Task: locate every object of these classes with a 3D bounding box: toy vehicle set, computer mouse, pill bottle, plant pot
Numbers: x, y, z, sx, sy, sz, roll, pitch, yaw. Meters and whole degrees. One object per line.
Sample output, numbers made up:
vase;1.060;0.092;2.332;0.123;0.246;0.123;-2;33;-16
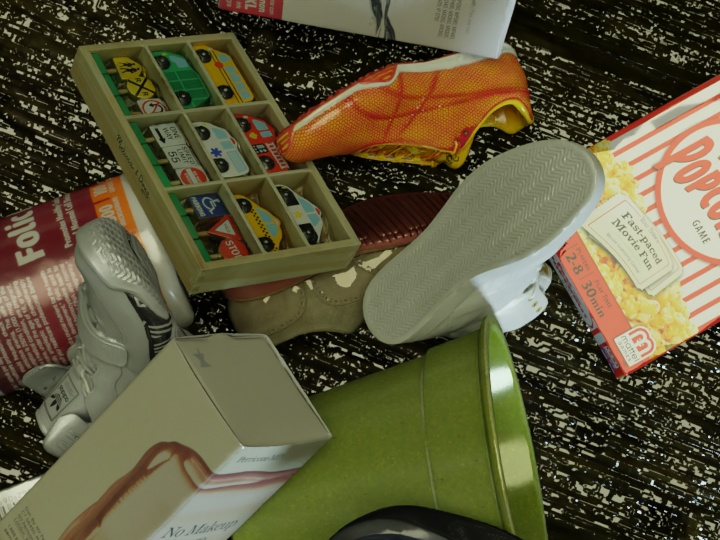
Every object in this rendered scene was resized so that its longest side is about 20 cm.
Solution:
toy vehicle set;-0.099;-0.076;1.399;0.124;0.027;0.200;-11;57;-34
computer mouse;0.068;0.199;1.270;0.200;0.053;0.139;24;117;-8
pill bottle;-0.223;0.017;1.409;0.200;0.114;0.114;-20;85;-4
plant pot;0.015;0.146;1.378;0.189;0.200;0.201;-12;84;10

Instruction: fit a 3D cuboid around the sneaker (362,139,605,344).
sneaker;0.104;-0.019;1.395;0.200;0.115;0.074;-37;67;31

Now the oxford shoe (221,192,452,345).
oxford shoe;0.000;0.000;1.451;0.199;0.070;0.075;-17;116;-8

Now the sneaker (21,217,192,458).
sneaker;-0.167;0.056;1.332;0.115;0.200;0.075;-26;49;-2

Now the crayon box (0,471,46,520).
crayon box;-0.178;0.231;1.419;0.125;0.052;0.200;-21;84;-4

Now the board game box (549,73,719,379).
board game box;0.230;-0.039;1.457;0.200;0.046;0.152;-30;85;-4

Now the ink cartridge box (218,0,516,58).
ink cartridge box;0.014;-0.238;1.428;0.199;0.084;0.145;11;53;0

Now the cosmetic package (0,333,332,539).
cosmetic package;-0.127;0.135;1.304;0.200;0.103;0.087;-47;66;26

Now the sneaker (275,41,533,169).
sneaker;0.036;-0.102;1.422;0.200;0.073;0.077;-17;85;-25
